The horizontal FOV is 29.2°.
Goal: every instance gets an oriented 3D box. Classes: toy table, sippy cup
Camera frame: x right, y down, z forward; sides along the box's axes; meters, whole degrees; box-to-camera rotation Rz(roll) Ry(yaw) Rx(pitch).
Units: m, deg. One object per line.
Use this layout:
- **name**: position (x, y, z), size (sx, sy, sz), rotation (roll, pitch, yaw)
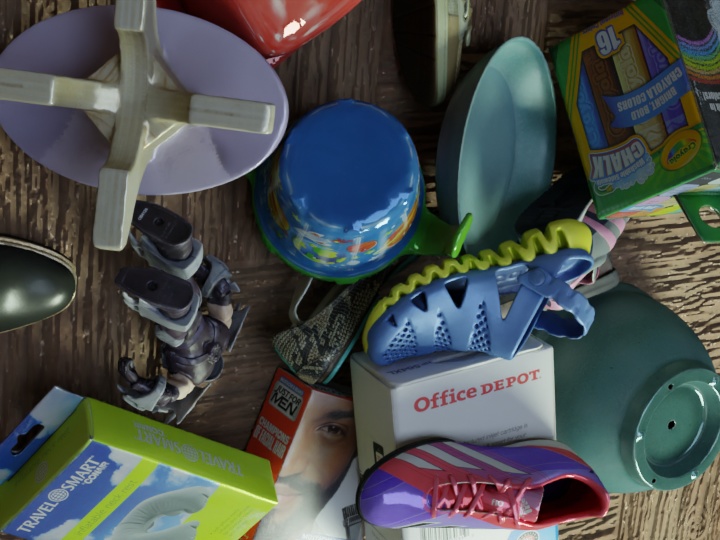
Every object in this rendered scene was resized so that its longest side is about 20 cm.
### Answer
- **toy table**: position (-0.149, -0.109, 0.895), size (0.200, 0.117, 0.184), rotation (-5, 96, 0)
- **sippy cup**: position (-0.013, -0.065, 1.013), size (0.178, 0.130, 0.140), rotation (-10, 84, -5)

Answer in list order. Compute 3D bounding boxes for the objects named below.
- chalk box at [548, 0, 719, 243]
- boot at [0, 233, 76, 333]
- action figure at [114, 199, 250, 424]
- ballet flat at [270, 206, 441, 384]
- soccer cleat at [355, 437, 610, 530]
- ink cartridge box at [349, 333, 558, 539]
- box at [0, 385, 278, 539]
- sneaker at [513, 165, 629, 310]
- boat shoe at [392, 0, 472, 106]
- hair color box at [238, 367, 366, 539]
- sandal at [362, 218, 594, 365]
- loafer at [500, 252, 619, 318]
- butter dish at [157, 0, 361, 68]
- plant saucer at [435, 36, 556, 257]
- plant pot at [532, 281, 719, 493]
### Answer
- **chalk box**: position (0.262, -0.114, 1.144), size (0.125, 0.124, 0.200), rotation (-3, 76, -43)
- **boot**: position (-0.267, 0.029, 0.911), size (0.200, 0.138, 0.078), rotation (-3, 108, -33)
- **action figure**: position (-0.133, 0.033, 1.013), size (0.200, 0.069, 0.130), rotation (86, 19, -60)
- **ballet flat**: position (0.000, 0.000, 1.113), size (0.075, 0.068, 0.200), rotation (42, 69, -3)
- **soccer cleat**: position (0.094, 0.167, 1.045), size (0.200, 0.073, 0.068), rotation (0, 106, -26)
- **ink cartridge box**: position (0.078, 0.153, 1.124), size (0.146, 0.084, 0.200), rotation (-12, 111, -22)
- **box**: position (-0.176, 0.167, 1.045), size (0.200, 0.048, 0.122), rotation (26, 121, -36)
- **sneaker**: position (0.196, -0.036, 1.201), size (0.200, 0.070, 0.082), rotation (-34, 122, -43)
- **boat shoe**: position (0.066, -0.230, 1.075), size (0.063, 0.073, 0.201), rotation (-10, 104, -25)
- **hair color box**: position (-0.048, 0.192, 1.153), size (0.111, 0.064, 0.200), rotation (18, 95, -35)
- **sandal**: position (0.099, 0.031, 1.058), size (0.200, 0.087, 0.079), rotation (-22, 157, -4)
- **loafer**: position (0.143, 0.009, 1.216), size (0.200, 0.072, 0.063), rotation (-17, 97, -34)
- **butter dish**: position (-0.051, -0.237, 0.950), size (0.199, 0.148, 0.200), rotation (-41, 124, -13)
- **plant saucer**: position (0.108, -0.092, 1.130), size (0.200, 0.036, 0.200), rotation (-30, 124, -56)
- **plant pot**: position (0.255, 0.124, 1.278), size (0.200, 0.134, 0.200), rotation (-12, 113, -29)
